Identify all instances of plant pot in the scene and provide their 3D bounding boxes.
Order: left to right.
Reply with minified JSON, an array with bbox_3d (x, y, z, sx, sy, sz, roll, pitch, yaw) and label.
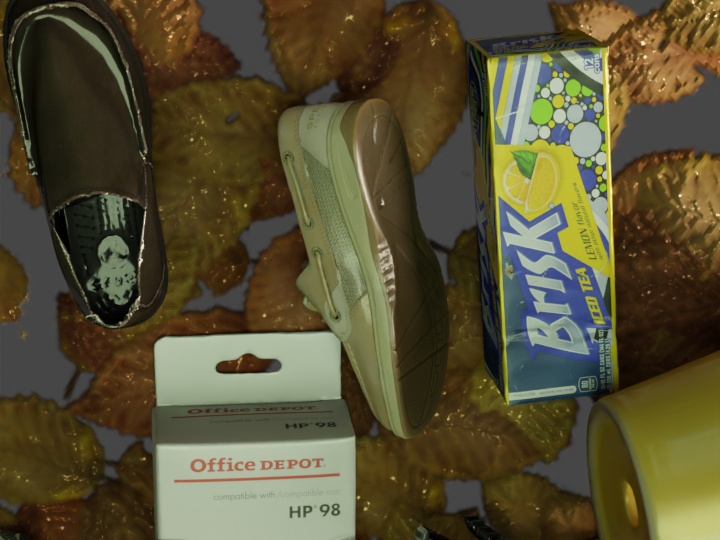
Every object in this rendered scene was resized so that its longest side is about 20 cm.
[{"bbox_3d":[0.233,0.117,1.045,0.188,0.201,0.202,-9,107,-7],"label":"plant pot"}]

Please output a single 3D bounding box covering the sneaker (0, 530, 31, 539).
[{"bbox_3d":[-0.180,0.244,1.112,0.090,0.078,0.200,-32,105,22],"label":"sneaker"}]

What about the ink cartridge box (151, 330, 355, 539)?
[{"bbox_3d":[-0.062,0.141,1.088,0.115,0.067,0.201,-2,107,-6],"label":"ink cartridge box"}]

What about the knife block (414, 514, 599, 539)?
[{"bbox_3d":[0.096,0.237,1.120,0.175,0.064,0.201,-18,109,-15],"label":"knife block"}]

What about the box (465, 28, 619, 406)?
[{"bbox_3d":[0.103,-0.030,1.061,0.070,0.064,0.201,-6,106,-6],"label":"box"}]

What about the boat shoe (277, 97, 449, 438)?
[{"bbox_3d":[0.000,0.000,1.061,0.065,0.072,0.201,0,116,30],"label":"boat shoe"}]

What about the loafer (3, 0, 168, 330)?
[{"bbox_3d":[-0.142,-0.058,1.017,0.073,0.071,0.201,-15,108,-3],"label":"loafer"}]
